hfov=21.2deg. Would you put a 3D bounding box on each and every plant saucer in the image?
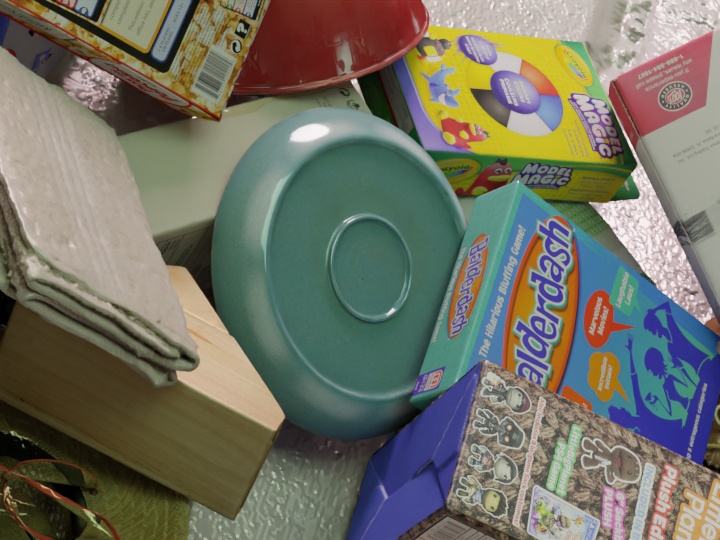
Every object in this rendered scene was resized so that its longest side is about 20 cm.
[{"bbox_3d":[0.000,0.000,1.150,0.199,0.027,0.202,6,81,-39],"label":"plant saucer"}]

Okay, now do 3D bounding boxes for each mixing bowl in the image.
[{"bbox_3d":[-0.058,-0.202,1.233,0.198,0.109,0.201,-4,30,3],"label":"mixing bowl"}]

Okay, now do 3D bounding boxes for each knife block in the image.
[{"bbox_3d":[-0.157,0.045,1.021,0.174,0.064,0.200,4,34,-37],"label":"knife block"}]

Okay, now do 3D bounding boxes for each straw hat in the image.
[{"bbox_3d":[-0.189,0.130,1.005,0.200,0.086,0.201,20,26,-10],"label":"straw hat"}]

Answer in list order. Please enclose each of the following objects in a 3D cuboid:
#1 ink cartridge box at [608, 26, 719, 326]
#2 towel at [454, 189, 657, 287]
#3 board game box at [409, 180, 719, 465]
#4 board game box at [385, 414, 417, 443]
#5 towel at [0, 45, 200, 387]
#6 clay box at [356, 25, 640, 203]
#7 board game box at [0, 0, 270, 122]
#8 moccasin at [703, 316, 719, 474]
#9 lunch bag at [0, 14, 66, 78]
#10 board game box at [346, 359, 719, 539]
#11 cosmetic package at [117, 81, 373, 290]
[{"bbox_3d":[0.271,-0.061,1.271,0.146,0.083,0.201,-25,80,4],"label":"ink cartridge box"},{"bbox_3d":[0.094,-0.029,1.286,0.149,0.031,0.200,-25,69,-43],"label":"towel"},{"bbox_3d":[0.135,0.063,1.188,0.199,0.045,0.153,34,58,-25],"label":"board game box"},{"bbox_3d":[0.107,0.070,1.260,0.150,0.037,0.201,28,50,-10],"label":"board game box"},{"bbox_3d":[-0.154,-0.034,0.987,0.132,0.034,0.201,37,21,-44],"label":"towel"},{"bbox_3d":[0.102,-0.106,1.300,0.198,0.048,0.116,1,53,-30],"label":"clay box"},{"bbox_3d":[-0.133,-0.194,1.073,0.199,0.046,0.153,28,82,-39],"label":"board game box"},{"bbox_3d":[0.253,0.105,1.296,0.073,0.078,0.202,32,48,-7],"label":"moccasin"},{"bbox_3d":[-0.198,-0.217,1.185,0.123,0.170,0.201,25,52,-8],"label":"lunch bag"},{"bbox_3d":[0.111,0.161,1.113,0.199,0.159,0.097,27,56,-13],"label":"board game box"},{"bbox_3d":[-0.084,-0.045,1.182,0.199,0.104,0.073,-17,68,-39],"label":"cosmetic package"}]
